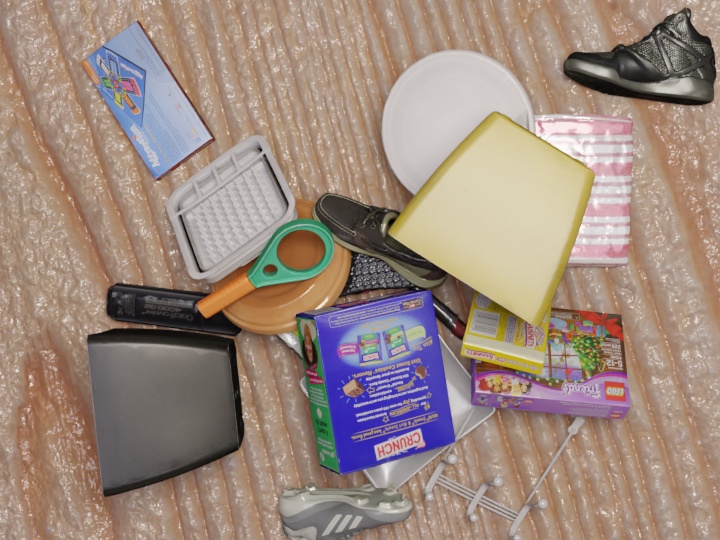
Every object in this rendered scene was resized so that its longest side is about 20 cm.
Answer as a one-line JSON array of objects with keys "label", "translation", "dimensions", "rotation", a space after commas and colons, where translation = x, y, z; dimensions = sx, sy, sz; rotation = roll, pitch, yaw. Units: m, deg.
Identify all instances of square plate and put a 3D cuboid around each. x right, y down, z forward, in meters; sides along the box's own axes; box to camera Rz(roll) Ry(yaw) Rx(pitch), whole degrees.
[{"label": "square plate", "translation": [0.050, 0.170, 1.388], "dimensions": [0.199, 0.028, 0.199], "rotation": [-38, 85, 6]}]

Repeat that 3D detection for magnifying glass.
[{"label": "magnifying glass", "translation": [-0.122, 0.002, 1.297], "dimensions": [0.198, 0.022, 0.080], "rotation": [-30, 121, 13]}]

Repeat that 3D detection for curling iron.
[{"label": "curling iron", "translation": [0.134, 0.069, 1.373], "dimensions": [0.200, 0.050, 0.026], "rotation": [41, 53, 10]}]

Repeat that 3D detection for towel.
[{"label": "towel", "translation": [0.287, -0.106, 1.357], "dimensions": [0.144, 0.030, 0.203], "rotation": [2, 91, 5]}]

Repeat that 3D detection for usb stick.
[{"label": "usb stick", "translation": [-0.259, 0.054, 1.426], "dimensions": [0.197, 0.033, 0.056], "rotation": [6, 98, 7]}]

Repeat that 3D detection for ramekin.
[{"label": "ramekin", "translation": [0.132, -0.185, 1.322], "dimensions": [0.199, 0.094, 0.205], "rotation": [4, 106, 15]}]

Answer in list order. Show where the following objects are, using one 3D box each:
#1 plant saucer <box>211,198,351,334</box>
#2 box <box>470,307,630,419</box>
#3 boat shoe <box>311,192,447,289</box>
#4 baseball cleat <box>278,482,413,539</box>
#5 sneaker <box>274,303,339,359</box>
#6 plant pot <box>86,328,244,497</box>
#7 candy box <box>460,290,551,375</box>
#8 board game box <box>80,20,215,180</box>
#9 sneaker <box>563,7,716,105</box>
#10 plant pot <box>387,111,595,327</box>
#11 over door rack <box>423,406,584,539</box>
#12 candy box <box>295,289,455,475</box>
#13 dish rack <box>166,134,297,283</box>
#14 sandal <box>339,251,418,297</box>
[{"label": "plant saucer", "translation": [-0.111, -0.013, 1.358], "dimensions": [0.197, 0.038, 0.203], "rotation": [-7, 61, 13]}, {"label": "box", "translation": [0.241, 0.113, 1.308], "dimensions": [0.197, 0.039, 0.138], "rotation": [5, 55, -2]}, {"label": "boat shoe", "translation": [0.031, -0.052, 1.320], "dimensions": [0.199, 0.066, 0.072], "rotation": [31, 54, 8]}, {"label": "baseball cleat", "translation": [-0.017, 0.341, 1.373], "dimensions": [0.198, 0.070, 0.108], "rotation": [-1, 101, 29]}, {"label": "sneaker", "translation": [-0.067, 0.070, 1.374], "dimensions": [0.200, 0.078, 0.091], "rotation": [41, 90, 16]}, {"label": "plant pot", "translation": [-0.249, 0.173, 1.354], "dimensions": [0.175, 0.200, 0.203], "rotation": [-5, 89, -3]}, {"label": "candy box", "translation": [0.191, 0.051, 1.294], "dimensions": [0.101, 0.201, 0.027], "rotation": [15, 126, 6]}, {"label": "board game box", "translation": [-0.300, -0.239, 1.435], "dimensions": [0.102, 0.019, 0.201], "rotation": [-33, 86, 5]}, {"label": "sneaker", "translation": [0.365, -0.284, 1.322], "dimensions": [0.196, 0.076, 0.116], "rotation": [7, 90, 4]}, {"label": "plant pot", "translation": [0.171, -0.077, 1.198], "dimensions": [0.199, 0.200, 0.178], "rotation": [32, 102, 3]}, {"label": "over door rack", "translation": [0.189, 0.244, 1.335], "dimensions": [0.146, 0.067, 0.202], "rotation": [26, 97, -6]}, {"label": "candy box", "translation": [0.020, 0.139, 1.297], "dimensions": [0.167, 0.077, 0.203], "rotation": [-11, 94, -22]}, {"label": "dish rack", "translation": [-0.168, -0.078, 1.362], "dimensions": [0.171, 0.044, 0.201], "rotation": [-34, 43, 5]}, {"label": "sandal", "translation": [0.000, 0.000, 1.384], "dimensions": [0.197, 0.045, 0.076], "rotation": [1, 86, 9]}]
